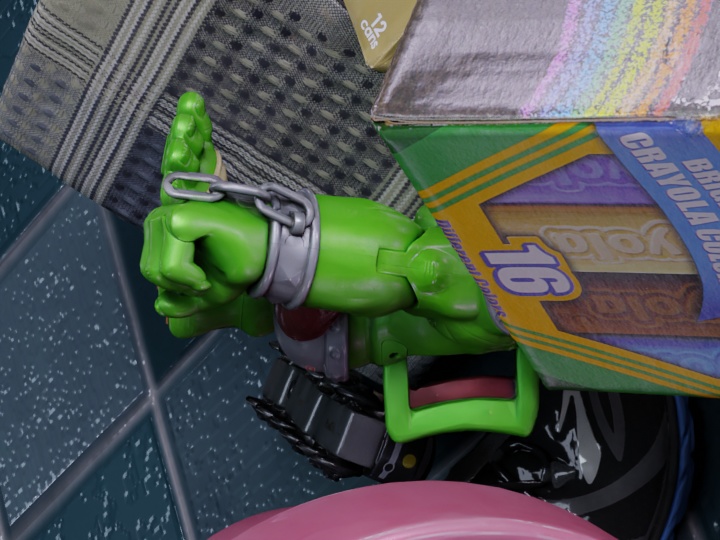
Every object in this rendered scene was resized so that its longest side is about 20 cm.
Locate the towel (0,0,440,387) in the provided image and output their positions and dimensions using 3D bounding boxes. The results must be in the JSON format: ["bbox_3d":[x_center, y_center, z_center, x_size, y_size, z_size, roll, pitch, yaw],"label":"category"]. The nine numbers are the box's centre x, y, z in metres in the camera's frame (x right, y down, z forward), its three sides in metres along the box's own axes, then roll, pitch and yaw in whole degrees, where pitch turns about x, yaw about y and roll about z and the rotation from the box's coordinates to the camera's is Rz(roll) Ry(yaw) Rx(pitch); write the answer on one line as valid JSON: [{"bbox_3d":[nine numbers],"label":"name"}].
[{"bbox_3d":[-0.023,-0.049,0.871,0.035,0.192,0.200,-60,6,-31],"label":"towel"}]

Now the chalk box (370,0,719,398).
[{"bbox_3d":[0.128,-0.047,0.633,0.199,0.124,0.125,3,57,31],"label":"chalk box"}]

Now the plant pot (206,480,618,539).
[{"bbox_3d":[0.004,0.149,0.734,0.179,0.199,0.201,-151,74,-73],"label":"plant pot"}]

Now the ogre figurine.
[{"bbox_3d":[0.000,0.000,0.783,0.200,0.119,0.099,96,-178,-69],"label":"ogre figurine"}]

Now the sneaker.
[{"bbox_3d":[0.047,0.095,0.855,0.071,0.082,0.201,41,112,48],"label":"sneaker"}]

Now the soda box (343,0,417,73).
[{"bbox_3d":[0.015,-0.149,0.786,0.064,0.067,0.201,-45,51,33],"label":"soda box"}]

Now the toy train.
[{"bbox_3d":[-0.006,0.051,0.909,0.200,0.046,0.034,-159,91,-80],"label":"toy train"}]
